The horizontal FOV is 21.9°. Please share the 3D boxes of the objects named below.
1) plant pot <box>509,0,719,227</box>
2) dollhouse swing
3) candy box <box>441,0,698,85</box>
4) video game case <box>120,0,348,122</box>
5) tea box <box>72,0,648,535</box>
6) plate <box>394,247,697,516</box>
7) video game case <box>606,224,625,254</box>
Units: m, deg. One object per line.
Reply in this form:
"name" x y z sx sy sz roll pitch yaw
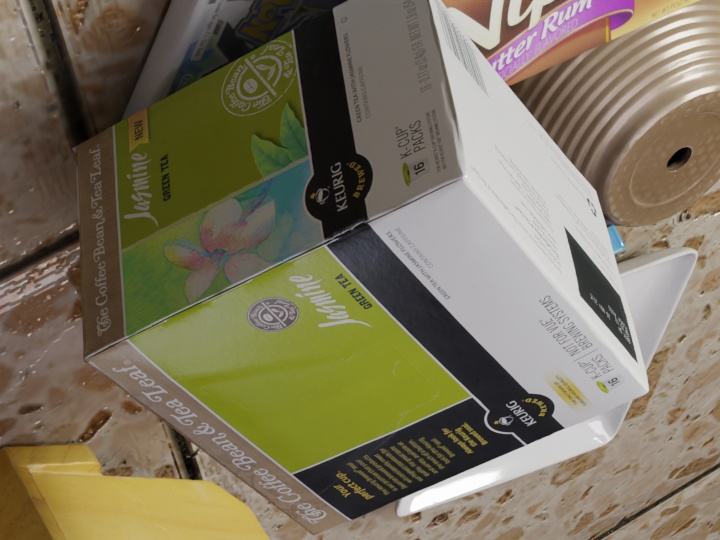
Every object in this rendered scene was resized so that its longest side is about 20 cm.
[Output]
"plant pot" 0.152 -0.090 1.050 0.200 0.093 0.201 -24 145 -18
"dollhouse swing" -0.141 0.223 1.055 0.182 0.200 0.176 -44 147 10
"candy box" 0.097 -0.161 0.906 0.199 0.057 0.117 -26 147 -19
"video game case" -0.010 -0.133 0.910 0.182 0.022 0.201 -4 134 -41
"tea box" 0.000 0.000 0.880 0.196 0.134 0.200 -25 139 18
"plate" 0.119 0.069 1.265 0.199 0.032 0.200 -15 140 -30
"video game case" 0.046 0.030 1.080 0.199 0.018 0.143 -28 -179 -8
